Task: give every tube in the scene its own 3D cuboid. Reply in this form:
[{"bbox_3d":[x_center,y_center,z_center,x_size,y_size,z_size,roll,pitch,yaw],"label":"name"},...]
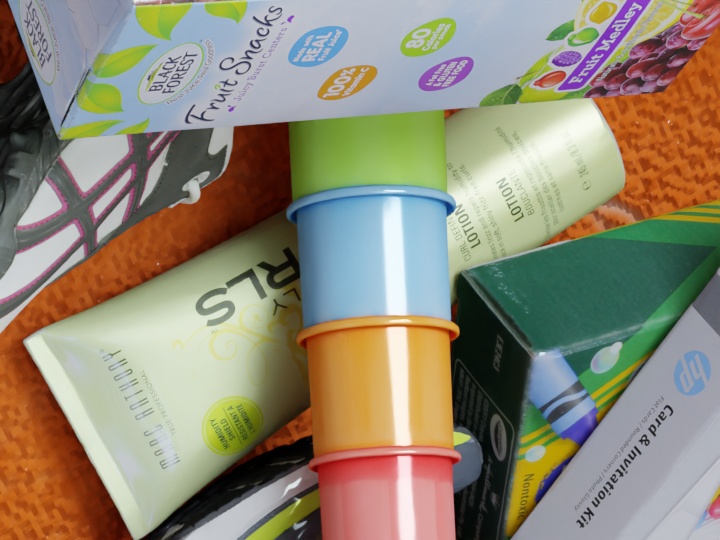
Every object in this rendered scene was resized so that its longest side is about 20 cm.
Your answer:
[{"bbox_3d":[-0.007,0.004,0.976,0.199,0.058,0.052,-31,157,-13],"label":"tube"}]

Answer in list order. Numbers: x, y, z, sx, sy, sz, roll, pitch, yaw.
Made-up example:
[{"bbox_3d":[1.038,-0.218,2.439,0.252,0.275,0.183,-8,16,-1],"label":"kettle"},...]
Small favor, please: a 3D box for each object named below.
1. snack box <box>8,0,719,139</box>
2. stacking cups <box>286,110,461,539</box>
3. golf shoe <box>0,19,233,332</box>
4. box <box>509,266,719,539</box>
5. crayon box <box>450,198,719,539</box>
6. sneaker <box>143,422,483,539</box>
[{"bbox_3d":[-0.011,-0.128,0.833,0.199,0.169,0.068,-5,151,-32],"label":"snack box"},{"bbox_3d":[0.000,0.000,0.927,0.060,0.060,0.201,6,78,-30],"label":"stacking cups"},{"bbox_3d":[-0.085,-0.028,0.894,0.088,0.077,0.200,25,105,-39],"label":"golf shoe"},{"bbox_3d":[0.142,0.068,1.000,0.156,0.041,0.200,19,115,-44],"label":"box"},{"bbox_3d":[0.124,0.037,1.028,0.199,0.052,0.126,-16,134,-25],"label":"crayon box"},{"bbox_3d":[-0.040,0.116,0.965,0.200,0.074,0.081,-34,97,-9],"label":"sneaker"}]
